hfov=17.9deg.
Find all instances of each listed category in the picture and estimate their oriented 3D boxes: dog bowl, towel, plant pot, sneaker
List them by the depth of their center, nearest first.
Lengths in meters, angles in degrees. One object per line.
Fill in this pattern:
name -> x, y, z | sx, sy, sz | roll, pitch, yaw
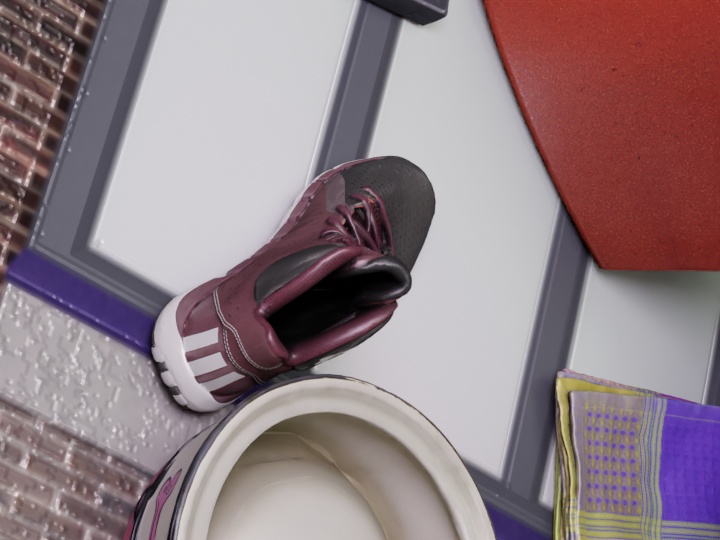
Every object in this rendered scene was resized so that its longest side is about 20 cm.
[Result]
dog bowl -> -0.028, 0.152, 1.064 | 0.200, 0.074, 0.201 | 11, 73, -39
sneaker -> 0.000, 0.000, 1.098 | 0.200, 0.115, 0.076 | -42, 107, -39
plant pot -> 0.210, -0.097, 1.268 | 0.200, 0.199, 0.177 | -15, 101, -42
towel -> 0.178, 0.138, 1.283 | 0.200, 0.023, 0.144 | 13, 70, -38

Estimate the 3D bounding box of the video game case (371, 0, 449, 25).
video game case -> -0.016, -0.253, 1.210 | 0.180, 0.025, 0.201 | 21, 66, -36
